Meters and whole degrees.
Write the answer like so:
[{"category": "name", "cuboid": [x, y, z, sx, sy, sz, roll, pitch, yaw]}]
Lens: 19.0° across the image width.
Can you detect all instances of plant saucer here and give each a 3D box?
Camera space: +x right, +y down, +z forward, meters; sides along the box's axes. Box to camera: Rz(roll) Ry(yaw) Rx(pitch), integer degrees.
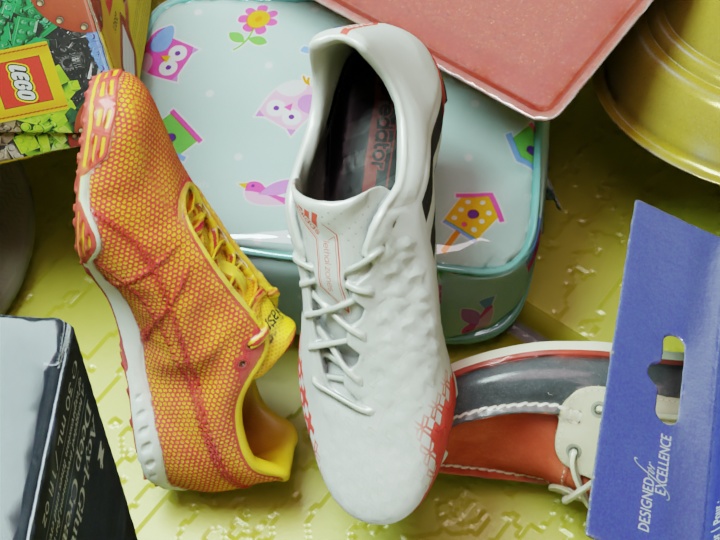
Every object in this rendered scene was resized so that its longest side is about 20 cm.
[{"category": "plant saucer", "cuboid": [0.064, -0.169, 0.962, 0.200, 0.037, 0.200, 31, 71, 27]}]

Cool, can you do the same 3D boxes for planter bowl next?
[{"category": "planter bowl", "cuboid": [0.205, -0.115, 0.949, 0.200, 0.084, 0.201, 1, 34, -1]}]

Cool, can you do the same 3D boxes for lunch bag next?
[{"category": "lunch bag", "cuboid": [-0.008, -0.052, 0.969, 0.199, 0.077, 0.161, 4, 58, 5]}]

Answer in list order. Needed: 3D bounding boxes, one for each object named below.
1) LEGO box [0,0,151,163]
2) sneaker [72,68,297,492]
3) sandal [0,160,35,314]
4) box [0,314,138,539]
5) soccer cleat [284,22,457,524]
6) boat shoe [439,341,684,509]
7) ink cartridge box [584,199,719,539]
[{"category": "LEGO box", "cuboid": [-0.174, -0.124, 0.952, 0.149, 0.077, 0.200, -11, 32, 5]}, {"category": "sneaker", "cuboid": [-0.068, 0.003, 0.878, 0.077, 0.200, 0.073, -6, 36, 12]}, {"category": "sandal", "cuboid": [-0.200, 0.016, 0.932, 0.080, 0.054, 0.200, 38, 57, -10]}, {"category": "box", "cuboid": [-0.155, 0.125, 0.800, 0.107, 0.200, 0.149, 4, 61, 4]}, {"category": "soccer cleat", "cuboid": [0.000, 0.000, 0.850, 0.068, 0.085, 0.201, 2, 87, 22]}, {"category": "boat shoe", "cuboid": [0.114, 0.071, 0.897, 0.199, 0.071, 0.063, -1, 58, -4]}, {"category": "ink cartridge box", "cuboid": [0.195, 0.062, 0.842, 0.200, 0.047, 0.198, 26, 42, -9]}]
